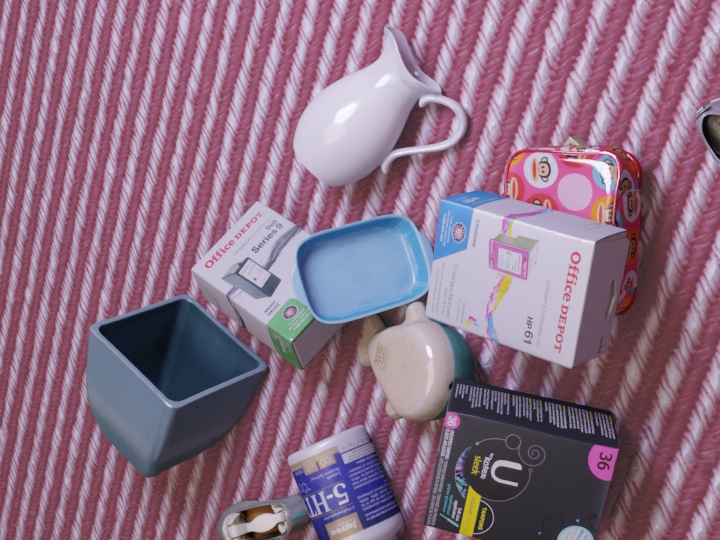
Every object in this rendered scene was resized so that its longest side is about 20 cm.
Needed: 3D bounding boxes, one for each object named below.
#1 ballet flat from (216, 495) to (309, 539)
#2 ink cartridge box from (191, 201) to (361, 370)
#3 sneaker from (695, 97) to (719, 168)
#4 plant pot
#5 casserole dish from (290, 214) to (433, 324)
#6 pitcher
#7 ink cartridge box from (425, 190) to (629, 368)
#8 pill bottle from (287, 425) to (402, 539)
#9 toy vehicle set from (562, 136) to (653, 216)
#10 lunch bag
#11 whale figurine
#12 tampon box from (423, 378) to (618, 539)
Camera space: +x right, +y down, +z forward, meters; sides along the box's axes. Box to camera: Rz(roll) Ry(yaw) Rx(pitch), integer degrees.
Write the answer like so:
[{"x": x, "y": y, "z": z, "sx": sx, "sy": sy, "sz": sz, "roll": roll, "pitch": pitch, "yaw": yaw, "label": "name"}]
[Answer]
[{"x": -0.163, "y": 0.380, "z": 1.658, "sx": 0.199, "sy": 0.064, "sz": 0.068, "roll": -23, "pitch": 83, "yaw": 35, "label": "ballet flat"}, {"x": -0.112, "y": 0.018, "z": 1.519, "sx": 0.199, "sy": 0.084, "sz": 0.146, "roll": 32, "pitch": 68, "yaw": 27, "label": "ink cartridge box"}, {"x": 0.421, "y": -0.099, "z": 1.169, "sx": 0.200, "sy": 0.082, "sz": 0.075, "roll": 50, "pitch": 120, "yaw": 20, "label": "sneaker"}, {"x": -0.294, "y": 0.189, "z": 1.657, "sx": 0.195, "sy": 0.196, "sz": 0.201, "roll": 38, "pitch": 124, "yaw": 25, "label": "plant pot"}, {"x": 0.000, "y": 0.000, "z": 1.442, "sx": 0.039, "sy": 0.199, "sz": 0.122, "roll": 147, "pitch": 106, "yaw": -70, "label": "casserole dish"}, {"x": 0.024, "y": -0.186, "z": 1.431, "sx": 0.200, "sy": 0.121, "sz": 0.172, "roll": -43, "pitch": 87, "yaw": 20, "label": "pitcher"}, {"x": 0.182, "y": 0.006, "z": 1.226, "sx": 0.199, "sy": 0.084, "sz": 0.146, "roll": 18, "pitch": 110, "yaw": 34, "label": "ink cartridge box"}, {"x": -0.011, "y": 0.326, "z": 1.509, "sx": 0.119, "sy": 0.119, "sz": 0.201, "roll": -30, "pitch": 79, "yaw": 34, "label": "pill bottle"}, {"x": 0.242, "y": -0.047, "z": 1.337, "sx": 0.124, "sy": 0.026, "sz": 0.200, "roll": 48, "pitch": 120, "yaw": 21, "label": "toy vehicle set"}, {"x": 0.231, "y": -0.044, "z": 1.278, "sx": 0.175, "sy": 0.082, "sz": 0.202, "roll": 7, "pitch": 101, "yaw": 35, "label": "lunch bag"}, {"x": 0.073, "y": 0.119, "z": 1.451, "sx": 0.200, "sy": 0.103, "sz": 0.160, "roll": 24, "pitch": 106, "yaw": 56, "label": "whale figurine"}, {"x": 0.189, "y": 0.234, "z": 1.306, "sx": 0.198, "sy": 0.126, "sz": 0.151, "roll": 11, "pitch": 105, "yaw": 6, "label": "tampon box"}]
